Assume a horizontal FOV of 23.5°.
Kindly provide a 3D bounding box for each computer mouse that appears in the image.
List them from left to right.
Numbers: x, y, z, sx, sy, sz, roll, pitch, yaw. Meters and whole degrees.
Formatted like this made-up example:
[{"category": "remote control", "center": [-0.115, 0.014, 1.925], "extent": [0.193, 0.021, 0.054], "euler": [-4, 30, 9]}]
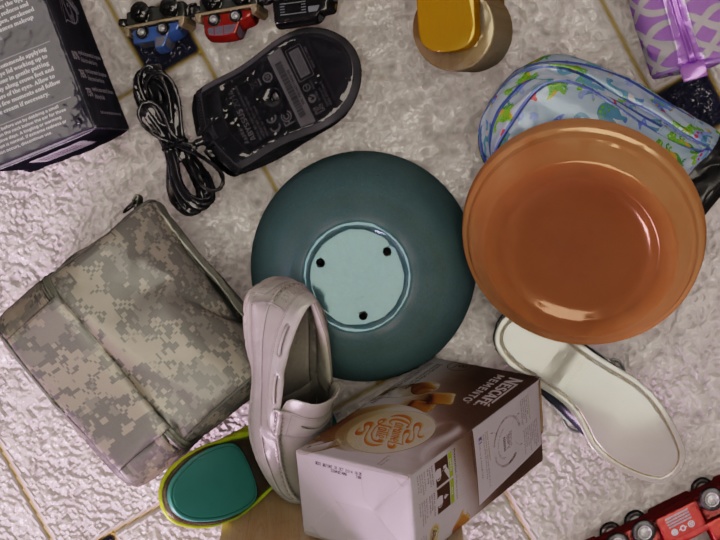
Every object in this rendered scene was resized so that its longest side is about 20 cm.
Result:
[{"category": "computer mouse", "center": [-0.088, -0.143, 1.495], "extent": [0.198, 0.053, 0.140], "euler": [-23, 84, 11]}]

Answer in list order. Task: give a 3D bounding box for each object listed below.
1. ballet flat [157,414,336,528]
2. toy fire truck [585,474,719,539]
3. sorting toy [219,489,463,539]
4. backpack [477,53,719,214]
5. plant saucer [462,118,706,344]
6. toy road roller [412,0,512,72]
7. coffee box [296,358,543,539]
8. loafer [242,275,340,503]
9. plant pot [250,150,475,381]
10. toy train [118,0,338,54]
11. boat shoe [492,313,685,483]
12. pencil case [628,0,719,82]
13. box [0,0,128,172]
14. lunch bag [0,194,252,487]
[{"category": "ballet flat", "center": [-0.103, 0.166, 1.460], "extent": [0.067, 0.199, 0.067], "euler": [-17, 97, 48]}, {"category": "toy fire truck", "center": [0.262, 0.280, 1.509], "extent": [0.199, 0.049, 0.142], "euler": [-26, 94, 2]}, {"category": "sorting toy", "center": [-0.013, 0.225, 1.449], "extent": [0.197, 0.200, 0.070], "euler": [-5, 111, 3]}, {"category": "backpack", "center": [0.194, -0.094, 1.449], "extent": [0.200, 0.154, 0.164], "euler": [42, 115, 11]}, {"category": "plant saucer", "center": [0.178, -0.023, 1.397], "extent": [0.198, 0.038, 0.202], "euler": [6, 120, 10]}, {"category": "toy road roller", "center": [0.043, -0.263, 1.450], "extent": [0.145, 0.123, 0.202], "euler": [-5, 93, 17]}, {"category": "coffee box", "center": [0.053, 0.150, 1.413], "extent": [0.114, 0.199, 0.081], "euler": [10, 115, 35]}, {"category": "loafer", "center": [-0.051, 0.103, 1.398], "extent": [0.070, 0.069, 0.202], "euler": [-27, 121, -34]}, {"category": "plant pot", "center": [0.000, 0.000, 1.457], "extent": [0.198, 0.135, 0.202], "euler": [0, 93, 2]}, {"category": "toy train", "center": [-0.113, -0.216, 1.479], "extent": [0.198, 0.034, 0.046], "euler": [-6, 87, 16]}, {"category": "boat shoe", "center": [0.196, 0.105, 1.493], "extent": [0.199, 0.062, 0.075], "euler": [36, 97, 2]}, {"category": "pencil case", "center": [0.257, -0.260, 1.454], "extent": [0.083, 0.086, 0.202], "euler": [-18, 94, 5]}, {"category": "box", "center": [-0.287, -0.191, 1.450], "extent": [0.103, 0.148, 0.202], "euler": [-21, 92, 4]}, {"category": "lunch bag", "center": [-0.176, 0.059, 1.461], "extent": [0.168, 0.139, 0.200], "euler": [-41, 86, 10]}]
